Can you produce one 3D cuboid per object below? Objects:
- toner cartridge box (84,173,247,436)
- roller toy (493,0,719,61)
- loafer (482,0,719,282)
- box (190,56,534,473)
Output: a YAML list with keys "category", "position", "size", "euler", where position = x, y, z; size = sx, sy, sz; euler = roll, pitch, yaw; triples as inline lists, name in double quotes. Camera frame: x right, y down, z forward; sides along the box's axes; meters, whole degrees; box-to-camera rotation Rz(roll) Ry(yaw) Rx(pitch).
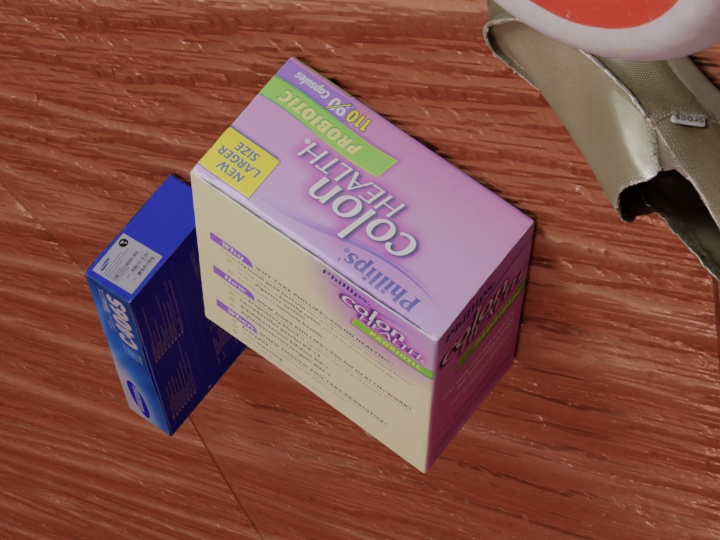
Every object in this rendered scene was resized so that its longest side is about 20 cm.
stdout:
- category: "toner cartridge box"
  position: [-0.131, 0.027, 1.902]
  size: [0.043, 0.095, 0.200]
  euler: [33, 158, 21]
- category: "roller toy"
  position: [0.104, -0.185, 1.002]
  size: [0.200, 0.140, 0.183]
  euler: [33, 148, 24]
- category: "loafer"
  position: [0.133, -0.066, 1.293]
  size: [0.200, 0.068, 0.076]
  euler: [37, 159, 9]
- category: "box"
  position: [0.000, 0.000, 1.618]
  size: [0.176, 0.097, 0.200]
  euler: [35, 160, 15]
